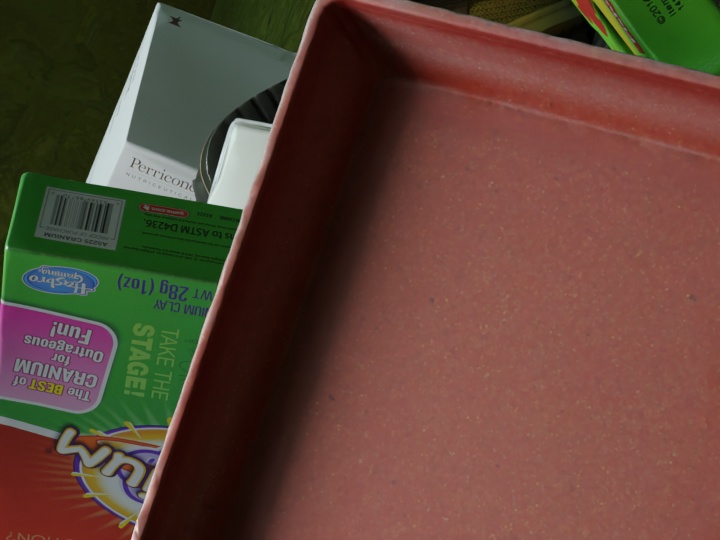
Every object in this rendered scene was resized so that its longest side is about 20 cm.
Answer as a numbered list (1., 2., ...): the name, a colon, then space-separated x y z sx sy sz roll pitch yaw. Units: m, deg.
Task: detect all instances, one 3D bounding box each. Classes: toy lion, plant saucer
1. toy lion: 0.076 -0.121 0.661 0.069 0.200 0.192 -35 5 5
2. plant saucer: 0.050 0.034 0.558 0.200 0.199 0.037 -71 -21 -5

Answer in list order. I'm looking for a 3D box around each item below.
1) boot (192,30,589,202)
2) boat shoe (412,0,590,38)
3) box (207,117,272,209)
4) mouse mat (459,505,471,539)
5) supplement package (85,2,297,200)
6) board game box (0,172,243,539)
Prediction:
1. boot: 0.004 -0.086 0.956 0.138 0.199 0.078 168 80 -78
2. boat shoe: 0.062 -0.122 0.784 0.200 0.065 0.073 -36 14 -35
3. box: 0.000 0.000 0.834 0.200 0.068 0.083 26 -102 -69
4. mouse mat: 0.027 0.040 0.682 0.161 0.007 0.201 115 164 -63
5. supplement package: -0.077 -0.016 1.163 0.147 0.190 0.200 -85 18 -50
6. board game box: -0.062 0.061 0.720 0.040 0.152 0.201 -86 7 -47
